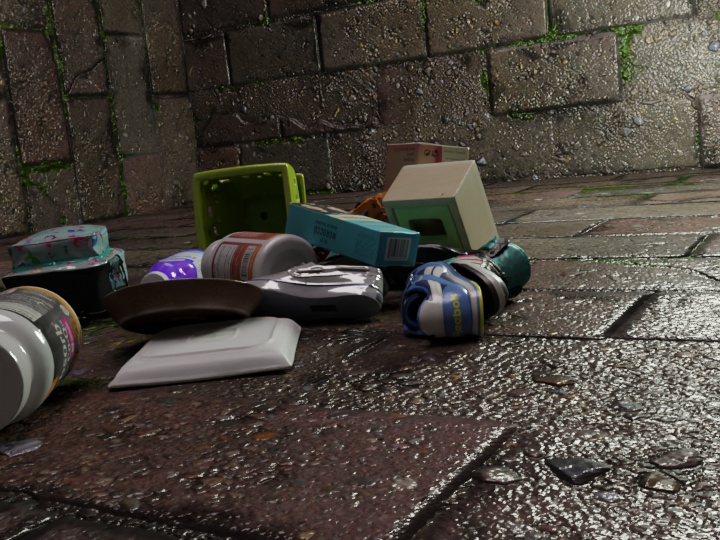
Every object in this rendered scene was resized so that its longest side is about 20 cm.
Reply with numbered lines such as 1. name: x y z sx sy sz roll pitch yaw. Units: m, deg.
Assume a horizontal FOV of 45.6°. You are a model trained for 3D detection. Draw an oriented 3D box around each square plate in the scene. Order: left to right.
1. square plate: -0.172 0.088 0.997 0.198 0.029 0.198 -6 10 0

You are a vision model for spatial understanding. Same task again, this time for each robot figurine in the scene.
1. robot figurine: -0.027 -0.061 1.517 0.200 0.058 0.145 -40 -2 20

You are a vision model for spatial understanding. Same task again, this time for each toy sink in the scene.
1. toy sink: 0.137 -0.062 1.393 0.129 0.201 0.112 0 40 31

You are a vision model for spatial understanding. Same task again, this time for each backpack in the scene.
1. backpack: -0.461 0.006 1.363 0.176 0.152 0.200 -7 4 -1

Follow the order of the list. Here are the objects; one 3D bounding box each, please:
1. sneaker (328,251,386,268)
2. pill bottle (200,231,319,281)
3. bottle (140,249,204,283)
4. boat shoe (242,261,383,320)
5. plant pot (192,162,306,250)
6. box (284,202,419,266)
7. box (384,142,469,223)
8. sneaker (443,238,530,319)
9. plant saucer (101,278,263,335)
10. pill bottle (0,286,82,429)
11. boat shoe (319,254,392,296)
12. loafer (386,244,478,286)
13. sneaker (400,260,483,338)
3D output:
1. sneaker: 0.025 -0.023 1.344 0.199 0.078 0.079 1 -10 39
2. pill bottle: -0.156 -0.001 1.274 0.111 0.113 0.199 -12 11 -35
3. bottle: -0.314 0.009 1.462 0.083 0.066 0.200 -3 9 10
4. boat shoe: -0.066 0.023 1.143 0.198 0.074 0.066 3 54 7
5. plant pot: -0.203 -0.102 1.699 0.197 0.202 0.181 -5 3 11
6. box: -0.015 -0.052 1.218 0.082 0.050 0.199 0 15 -44
7. box: 0.115 -0.127 1.558 0.108 0.202 0.128 1 5 -26
8. sneaker: 0.172 0.010 1.103 0.120 0.084 0.200 -18 11 -14
9. plant saucer: -0.219 0.050 1.069 0.198 0.035 0.200 -6 -15 -2
10. pill bottle: -0.353 0.087 0.847 0.115 0.118 0.200 -7 10 -5
11. boat shoe: 0.001 0.002 1.260 0.066 0.075 0.199 -31 10 -25
12. loafer: 0.137 0.000 1.239 0.198 0.074 0.072 6 3 13
13. sneaker: 0.080 0.035 1.026 0.081 0.075 0.200 -10 9 -12
